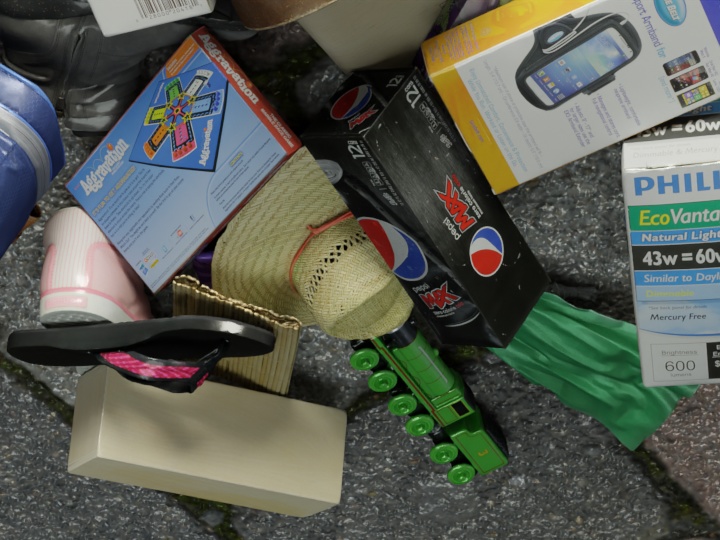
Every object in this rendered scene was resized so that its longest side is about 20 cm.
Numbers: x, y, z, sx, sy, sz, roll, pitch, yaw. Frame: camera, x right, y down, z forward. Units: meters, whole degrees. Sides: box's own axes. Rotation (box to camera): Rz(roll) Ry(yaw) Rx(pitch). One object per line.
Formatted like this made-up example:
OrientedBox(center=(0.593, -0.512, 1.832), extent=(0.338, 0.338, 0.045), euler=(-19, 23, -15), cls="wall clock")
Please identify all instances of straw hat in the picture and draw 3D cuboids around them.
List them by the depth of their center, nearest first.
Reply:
OrientedBox(center=(0.000, 0.000, 1.695), extent=(0.200, 0.085, 0.202), euler=(-16, 140, -14), cls="straw hat")

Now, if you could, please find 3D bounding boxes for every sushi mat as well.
OrientedBox(center=(-0.092, 0.051, 1.766), extent=(0.095, 0.012, 0.200), euler=(23, 162, 3), cls="sushi mat")

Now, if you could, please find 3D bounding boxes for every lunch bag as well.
OrientedBox(center=(-0.303, -0.097, 1.636), extent=(0.199, 0.133, 0.136), euler=(29, 157, 9), cls="lunch bag")

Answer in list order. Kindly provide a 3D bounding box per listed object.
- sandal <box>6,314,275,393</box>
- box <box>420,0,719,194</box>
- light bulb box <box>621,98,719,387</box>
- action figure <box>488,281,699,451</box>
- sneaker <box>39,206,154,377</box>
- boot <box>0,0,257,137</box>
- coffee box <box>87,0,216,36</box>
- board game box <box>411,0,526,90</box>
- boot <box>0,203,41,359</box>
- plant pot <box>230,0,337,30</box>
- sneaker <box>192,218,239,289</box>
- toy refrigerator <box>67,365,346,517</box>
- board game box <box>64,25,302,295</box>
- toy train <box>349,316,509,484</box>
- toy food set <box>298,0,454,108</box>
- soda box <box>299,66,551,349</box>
OrientedBox(center=(-0.153, 0.064, 1.707), extent=(0.199, 0.045, 0.075), euler=(-4, 159, 15), cls="sandal")
OrientedBox(center=(0.152, -0.136, 1.561), extent=(0.199, 0.042, 0.119), euler=(-24, 133, 9), cls="box")
OrientedBox(center=(0.281, -0.038, 1.661), extent=(0.197, 0.125, 0.201), euler=(-5, 131, 9), cls="light bulb box")
OrientedBox(center=(0.148, 0.048, 1.792), extent=(0.199, 0.055, 0.118), euler=(28, 128, -9), cls="action figure")
OrientedBox(center=(-0.185, 0.015, 1.792), extent=(0.075, 0.105, 0.200), euler=(-5, 159, 10), cls="sneaker")
OrientedBox(center=(-0.156, -0.151, 1.655), extent=(0.199, 0.070, 0.132), euler=(8, 135, 12), cls="boot")
OrientedBox(center=(-0.153, -0.265, 1.520), extent=(0.079, 0.115, 0.200), euler=(-11, 127, 15), cls="coffee box")
OrientedBox(center=(0.129, -0.184, 1.557), extent=(0.120, 0.032, 0.200), euler=(12, 130, -25), cls="board game box")
OrientedBox(center=(-0.291, -0.007, 1.777), extent=(0.154, 0.074, 0.200), euler=(-29, 125, 21), cls="boot")
OrientedBox(center=(-0.050, -0.281, 1.470), extent=(0.186, 0.187, 0.200), euler=(-26, 112, 25), cls="plant pot")
OrientedBox(center=(-0.101, -0.016, 1.742), extent=(0.080, 0.084, 0.200), euler=(-13, 128, 15), cls="sneaker")
OrientedBox(center=(-0.116, 0.130, 1.831), extent=(0.199, 0.076, 0.070), euler=(13, 159, -25), cls="toy refrigerator")
OrientedBox(center=(-0.123, -0.071, 1.647), extent=(0.103, 0.019, 0.200), euler=(50, 137, 2), cls="board game box")
OrientedBox(center=(0.052, 0.094, 1.833), extent=(0.056, 0.042, 0.200), euler=(-26, 133, 14), cls="toy train")
OrientedBox(center=(0.056, -0.193, 1.596), extent=(0.200, 0.061, 0.144), euler=(-29, 131, 18), cls="toy food set")
OrientedBox(center=(0.046, -0.039, 1.621), extent=(0.063, 0.071, 0.200), euler=(3, 137, 46), cls="soda box")
